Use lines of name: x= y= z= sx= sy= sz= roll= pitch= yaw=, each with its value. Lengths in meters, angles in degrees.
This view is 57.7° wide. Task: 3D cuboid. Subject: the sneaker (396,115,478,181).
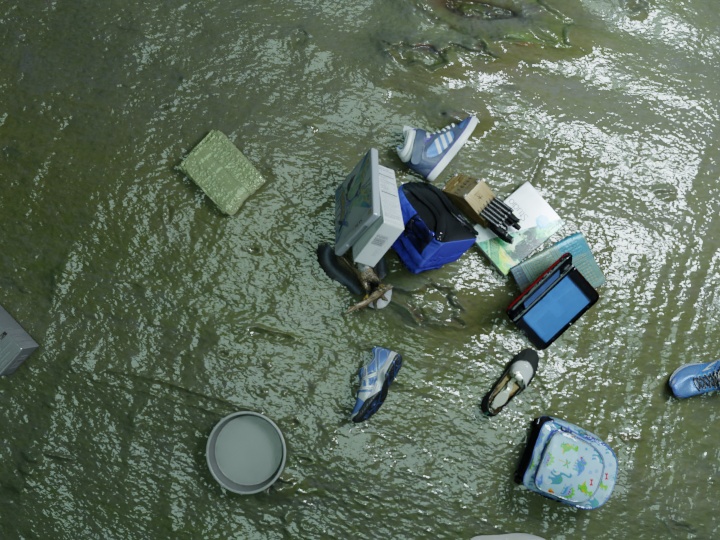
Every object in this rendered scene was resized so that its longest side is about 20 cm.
sneaker: x=0.181 y=-0.337 z=1.628 sx=0.146 sy=0.081 sz=0.200 roll=39 pitch=94 yaw=1

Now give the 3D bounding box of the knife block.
knife block: x=0.302 y=-0.147 z=1.595 sx=0.064 sy=0.200 sz=0.176 roll=-45 pitch=115 yaw=-3

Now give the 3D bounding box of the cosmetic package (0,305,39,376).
cosmetic package: x=-0.933 y=0.161 z=1.653 sx=0.200 sy=0.090 sz=0.107 roll=43 pitch=92 yaw=2

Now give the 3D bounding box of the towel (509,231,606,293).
towel: x=0.482 y=0.011 z=1.602 sx=0.200 sy=0.022 sz=0.147 roll=-28 pitch=98 yaw=2

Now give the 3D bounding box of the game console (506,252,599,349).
game console: x=0.459 y=0.077 z=1.545 sx=0.200 sy=0.172 sz=0.119 roll=-45 pitch=70 yaw=4

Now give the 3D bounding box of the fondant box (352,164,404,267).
fondant box: x=0.032 y=-0.130 z=1.537 sx=0.058 sy=0.144 sz=0.200 roll=17 pitch=44 yaw=-24

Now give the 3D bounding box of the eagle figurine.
eagle figurine: x=0.001 y=-0.005 z=1.608 sx=0.151 sy=0.151 sz=0.200 roll=-3 pitch=47 yaw=-35

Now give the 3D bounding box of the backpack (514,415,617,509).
backpack: x=0.490 y=0.456 z=1.520 sx=0.200 sy=0.147 sz=0.183 roll=20 pitch=89 yaw=2

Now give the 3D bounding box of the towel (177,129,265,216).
towel: x=-0.354 y=-0.252 z=1.676 sx=0.200 sy=0.036 sz=0.148 roll=44 pitch=89 yaw=6

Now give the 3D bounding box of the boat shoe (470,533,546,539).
boat shoe: x=0.357 y=0.677 z=1.554 sx=0.199 sy=0.072 sz=0.069 roll=-2 pitch=107 yaw=-3

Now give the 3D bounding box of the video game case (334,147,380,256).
video game case: x=-0.011 y=-0.162 z=1.551 sx=0.022 sy=0.182 sz=0.200 roll=17 pitch=52 yaw=-25

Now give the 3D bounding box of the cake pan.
cake pan: x=-0.280 y=0.448 z=1.618 sx=0.200 sy=0.037 sz=0.201 roll=0 pitch=86 yaw=3

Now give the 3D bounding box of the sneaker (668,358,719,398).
sneaker: x=0.830 y=0.249 z=1.544 sx=0.200 sy=0.089 sz=0.079 roll=-21 pitch=84 yaw=2

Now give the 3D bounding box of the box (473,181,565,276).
box: x=0.384 y=-0.103 z=1.622 sx=0.200 sy=0.036 sz=0.144 roll=-41 pitch=85 yaw=1

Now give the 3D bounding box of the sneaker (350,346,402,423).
sneaker: x=0.027 y=0.281 z=1.605 sx=0.077 sy=0.076 sz=0.200 roll=29 pitch=87 yaw=27

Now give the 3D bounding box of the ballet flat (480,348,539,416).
ballet flat: x=0.369 y=0.275 z=1.579 sx=0.068 sy=0.068 sz=0.200 roll=37 pitch=88 yaw=6

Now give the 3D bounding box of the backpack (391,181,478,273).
backpack: x=0.143 y=-0.105 z=1.563 sx=0.168 sy=0.162 sz=0.200 roll=-47 pitch=64 yaw=34
